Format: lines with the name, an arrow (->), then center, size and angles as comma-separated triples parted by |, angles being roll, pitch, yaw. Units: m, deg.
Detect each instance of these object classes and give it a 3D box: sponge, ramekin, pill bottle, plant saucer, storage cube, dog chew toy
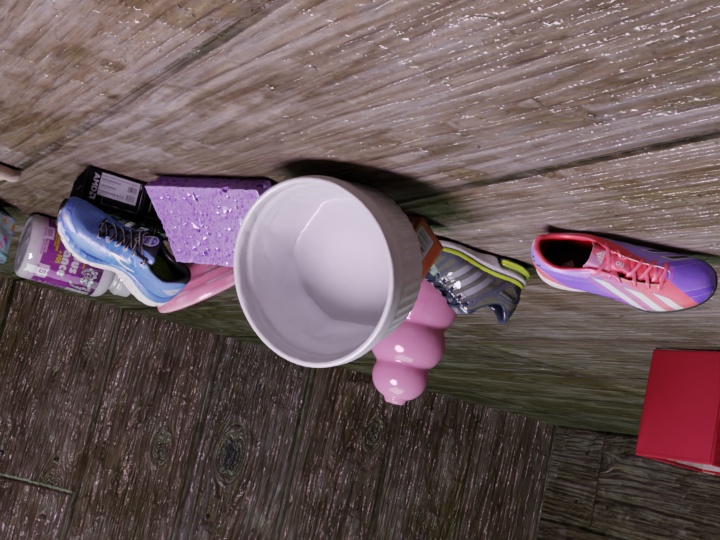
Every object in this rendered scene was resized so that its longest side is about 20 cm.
sponge -> -0.171, -0.058, 1.425 | 0.199, 0.030, 0.112 | 5, 123, 39
ramekin -> -0.027, -0.003, 1.255 | 0.199, 0.202, 0.105 | 7, -170, 30
pill bottle -> -0.491, -0.019, 2.043 | 0.199, 0.113, 0.112 | 17, 170, -26
plant saucer -> -0.202, -0.007, 1.644 | 0.199, 0.051, 0.201 | -26, -171, 4
storage cube -> 0.578, 0.234, 1.894 | 0.170, 0.181, 0.200 | 17, 169, -27
dog chew toy -> 0.068, 0.086, 1.634 | 0.123, 0.202, 0.125 | 13, 170, 2

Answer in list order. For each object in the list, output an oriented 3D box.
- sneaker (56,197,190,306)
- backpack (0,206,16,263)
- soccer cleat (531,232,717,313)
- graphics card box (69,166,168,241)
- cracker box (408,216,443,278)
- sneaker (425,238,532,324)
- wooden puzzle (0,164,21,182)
sneaker -> -0.298, -0.035, 1.501 | 0.089, 0.079, 0.200 | -25, 130, 39
backpack -> -0.673, -0.062, 1.936 | 0.174, 0.155, 0.200 | 5, 176, 14
soccer cleat -> 0.278, -0.002, 1.253 | 0.198, 0.069, 0.073 | 11, 167, 24
graphics card box -> -0.290, -0.081, 1.589 | 0.198, 0.051, 0.125 | 15, 170, -20
cracker box -> -0.014, 0.000, 1.415 | 0.199, 0.134, 0.058 | 2, 139, 47
sneaker -> 0.121, 0.012, 1.487 | 0.198, 0.082, 0.074 | 15, 170, -13
wooden puzzle -> -0.602, -0.145, 1.646 | 0.184, 0.047, 0.199 | 20, 168, -40
